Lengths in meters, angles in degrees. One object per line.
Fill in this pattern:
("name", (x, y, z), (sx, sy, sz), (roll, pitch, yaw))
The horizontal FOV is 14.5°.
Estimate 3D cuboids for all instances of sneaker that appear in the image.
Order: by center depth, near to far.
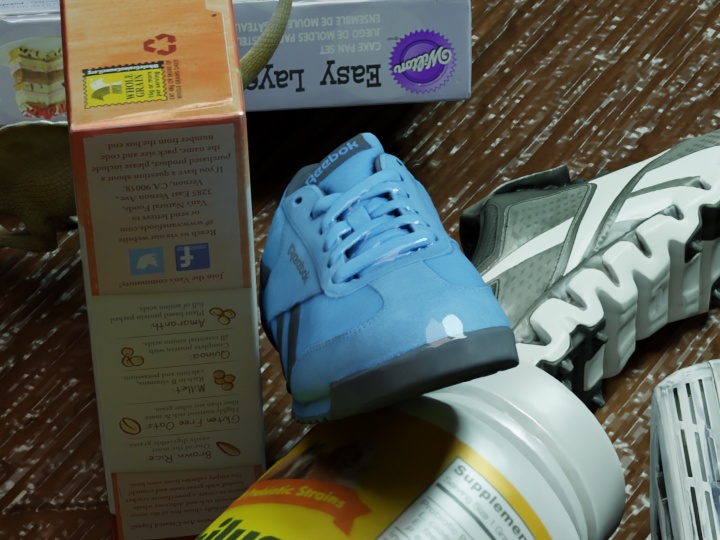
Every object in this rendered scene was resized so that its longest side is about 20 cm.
("sneaker", (0.000, 0.000, 0.878), (0.065, 0.079, 0.200), (-13, 6, -7))
("sneaker", (0.085, -0.011, 1.036), (0.090, 0.067, 0.200), (31, 53, 27))

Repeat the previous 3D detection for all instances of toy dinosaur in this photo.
("toy dinosaur", (-0.090, -0.038, 1.032), (0.199, 0.101, 0.059), (-17, 63, 24))

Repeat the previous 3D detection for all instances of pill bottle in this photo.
("pill bottle", (-0.004, 0.112, 0.868), (0.109, 0.110, 0.200), (26, 48, 27))

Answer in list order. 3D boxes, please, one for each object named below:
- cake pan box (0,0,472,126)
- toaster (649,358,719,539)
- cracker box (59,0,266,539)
("cake pan box", (-0.055, -0.118, 1.135), (0.198, 0.053, 0.185), (-4, 28, -5))
("toaster", (0.160, 0.096, 0.882), (0.128, 0.114, 0.201), (-3, 45, 0))
("cracker box", (-0.065, -0.014, 0.940), (0.057, 0.201, 0.134), (-6, 42, -4))
